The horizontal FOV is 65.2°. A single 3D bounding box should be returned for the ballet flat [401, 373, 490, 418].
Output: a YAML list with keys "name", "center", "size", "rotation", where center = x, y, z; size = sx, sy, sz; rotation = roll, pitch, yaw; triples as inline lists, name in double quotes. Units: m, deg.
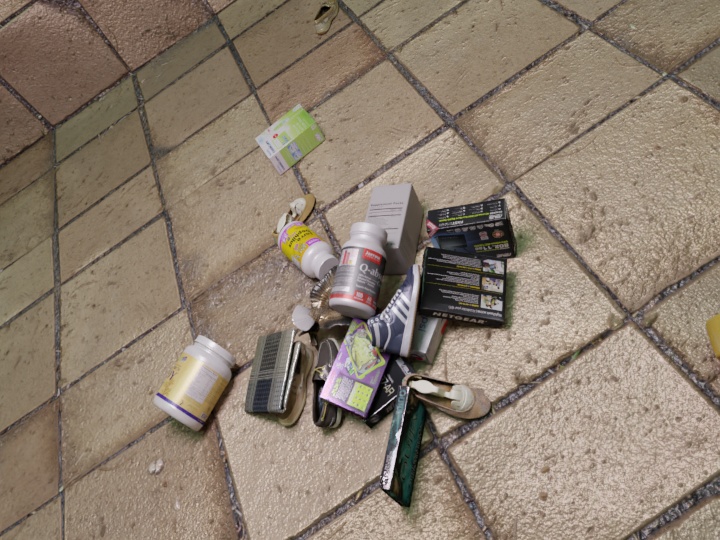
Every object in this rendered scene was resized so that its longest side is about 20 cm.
- name: "ballet flat"
  center: [0.178, 0.264, 1.188]
  size: [0.193, 0.068, 0.070]
  rotation: [10, 70, 15]

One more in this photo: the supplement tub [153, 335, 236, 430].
- name: "supplement tub"
  center: [-0.423, 0.289, 1.456]
  size: [0.142, 0.146, 0.204]
  rotation: [15, 65, 34]

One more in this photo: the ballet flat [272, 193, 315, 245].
- name: "ballet flat"
  center: [-0.202, -0.166, 1.709]
  size: [0.067, 0.063, 0.204]
  rotation: [14, 65, 33]

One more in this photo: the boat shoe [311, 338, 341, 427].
- name: "boat shoe"
  center: [-0.082, 0.259, 1.315]
  size: [0.071, 0.059, 0.209]
  rotation: [-20, 65, 44]

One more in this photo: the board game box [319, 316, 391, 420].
- name: "board game box"
  center: [-0.001, 0.219, 1.282]
  size: [0.117, 0.033, 0.205]
  rotation: [21, 67, 10]

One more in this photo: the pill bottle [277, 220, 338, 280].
- name: "pill bottle"
  center: [-0.143, -0.050, 1.572]
  size: [0.104, 0.105, 0.199]
  rotation: [-45, 50, -9]

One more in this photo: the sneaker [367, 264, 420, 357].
- name: "sneaker"
  center: [0.075, 0.082, 1.258]
  size: [0.104, 0.070, 0.208]
  rotation: [9, 84, 8]

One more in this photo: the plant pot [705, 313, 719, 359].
- name: "plant pot"
  center: [0.715, 0.159, 0.942]
  size: [0.194, 0.200, 0.196]
  rotation: [-12, 69, 18]

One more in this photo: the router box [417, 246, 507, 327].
- name: "router box"
  center: [0.233, 0.037, 1.288]
  size: [0.192, 0.051, 0.154]
  rotation: [9, 68, 2]

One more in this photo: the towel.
- name: "towel"
  center: [-0.218, 0.251, 1.394]
  size: [0.190, 0.034, 0.207]
  rotation: [-18, 58, 50]

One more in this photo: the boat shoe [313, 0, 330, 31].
- name: "boat shoe"
  center: [-0.140, -1.048, 2.284]
  size: [0.071, 0.063, 0.206]
  rotation: [-2, 57, 26]

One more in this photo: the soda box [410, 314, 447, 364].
- name: "soda box"
  center: [0.167, 0.111, 1.327]
  size: [0.066, 0.064, 0.205]
  rotation: [11, 63, 29]

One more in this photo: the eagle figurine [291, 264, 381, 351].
- name: "eagle figurine"
  center: [-0.066, 0.095, 1.412]
  size: [0.198, 0.152, 0.152]
  rotation: [-37, 19, 19]

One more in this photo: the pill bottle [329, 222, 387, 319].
- name: "pill bottle"
  center: [0.000, 0.000, 1.326]
  size: [0.112, 0.116, 0.207]
  rotation: [4, 71, 28]

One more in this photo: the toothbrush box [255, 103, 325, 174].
- name: "toothbrush box"
  center: [-0.239, -0.445, 1.906]
  size: [0.198, 0.087, 0.147]
  rotation: [-38, 49, 0]

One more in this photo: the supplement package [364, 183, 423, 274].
- name: "supplement package"
  center: [0.083, -0.108, 1.483]
  size: [0.116, 0.122, 0.206]
  rotation: [-1, 57, 26]

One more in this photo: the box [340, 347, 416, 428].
- name: "box"
  center: [0.032, 0.237, 1.323]
  size: [0.158, 0.044, 0.201]
  rotation: [-37, 49, 1]

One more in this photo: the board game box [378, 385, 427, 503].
- name: "board game box"
  center: [0.090, 0.359, 1.150]
  size: [0.027, 0.136, 0.206]
  rotation: [0, 58, 25]

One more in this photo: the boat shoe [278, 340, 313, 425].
- name: "boat shoe"
  center: [-0.168, 0.274, 1.386]
  size: [0.070, 0.065, 0.206]
  rotation: [-1, 58, 26]

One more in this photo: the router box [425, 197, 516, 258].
- name: "router box"
  center: [0.267, -0.087, 1.355]
  size: [0.193, 0.151, 0.064]
  rotation: [-7, 54, 23]
